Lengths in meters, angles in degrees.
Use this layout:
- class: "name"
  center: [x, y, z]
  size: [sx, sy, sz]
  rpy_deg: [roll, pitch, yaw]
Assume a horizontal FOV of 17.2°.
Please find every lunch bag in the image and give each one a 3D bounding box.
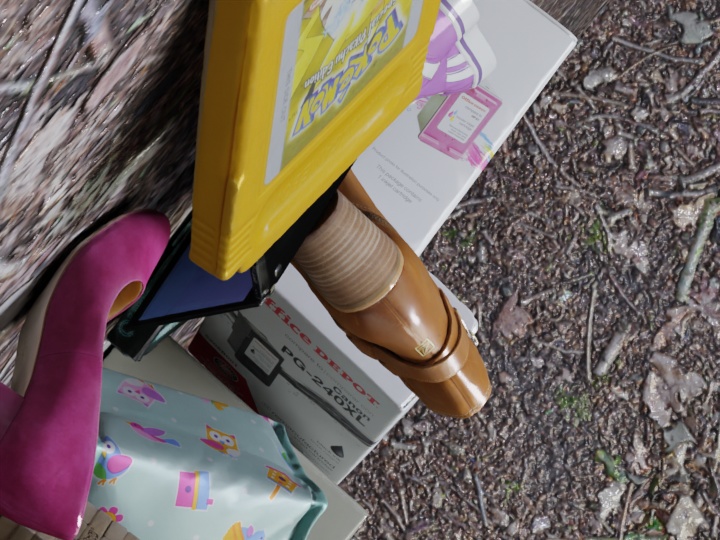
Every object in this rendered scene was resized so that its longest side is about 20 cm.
- class: "lunch bag"
  center: [-0.142, 0.170, 1.390]
  size: [0.201, 0.170, 0.122]
  rpy_deg: [-61, -148, 20]

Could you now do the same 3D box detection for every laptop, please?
- class: "laptop"
  center: [-0.055, -0.077, 1.266]
  size: [0.178, 0.103, 0.200]
  rpy_deg: [-59, 156, -32]

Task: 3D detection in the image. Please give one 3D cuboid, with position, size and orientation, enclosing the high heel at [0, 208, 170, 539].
- class: "high heel"
  center: [-0.127, 0.046, 1.161]
  size: [0.067, 0.096, 0.200]
  rpy_deg: [-53, 177, 40]

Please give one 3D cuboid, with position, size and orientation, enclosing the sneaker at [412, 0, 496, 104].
- class: "sneaker"
  center: [0.018, -0.124, 1.444]
  size: [0.114, 0.073, 0.200]
  rpy_deg: [-47, 168, 0]

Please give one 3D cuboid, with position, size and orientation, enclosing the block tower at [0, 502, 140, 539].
- class: "block tower"
  center: [-0.153, 0.163, 1.270]
  size: [0.054, 0.200, 0.058]
  rpy_deg: [-52, -176, 26]

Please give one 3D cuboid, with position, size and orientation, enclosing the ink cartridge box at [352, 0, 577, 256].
- class: "ink cartridge box"
  center: [0.049, -0.102, 1.647]
  size: [0.200, 0.085, 0.145]
  rpy_deg: [-52, -173, -4]

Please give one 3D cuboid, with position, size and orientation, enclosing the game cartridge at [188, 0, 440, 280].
- class: "game cartridge"
  center: [-0.013, -0.107, 1.103]
  size: [0.176, 0.032, 0.200]
  rpy_deg: [-47, 158, -35]

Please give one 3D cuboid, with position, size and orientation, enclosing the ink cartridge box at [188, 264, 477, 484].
- class: "ink cartridge box"
  center: [-0.022, 0.043, 1.556]
  size: [0.083, 0.145, 0.200]
  rpy_deg: [-46, 176, -23]

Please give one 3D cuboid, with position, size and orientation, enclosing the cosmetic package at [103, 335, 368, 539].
- class: "cosmetic package"
  center: [-0.098, 0.132, 1.584]
  size: [0.087, 0.200, 0.103]
  rpy_deg: [-48, 175, -8]

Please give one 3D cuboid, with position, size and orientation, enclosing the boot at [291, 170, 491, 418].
- class: "boot"
  center: [0.000, 0.000, 1.373]
  size: [0.074, 0.155, 0.200]
  rpy_deg: [-38, -155, 7]

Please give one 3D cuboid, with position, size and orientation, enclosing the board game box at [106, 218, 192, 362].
- class: "board game box"
  center: [-0.083, -0.023, 1.526]
  size: [0.135, 0.028, 0.200]
  rpy_deg: [-51, 177, 21]
